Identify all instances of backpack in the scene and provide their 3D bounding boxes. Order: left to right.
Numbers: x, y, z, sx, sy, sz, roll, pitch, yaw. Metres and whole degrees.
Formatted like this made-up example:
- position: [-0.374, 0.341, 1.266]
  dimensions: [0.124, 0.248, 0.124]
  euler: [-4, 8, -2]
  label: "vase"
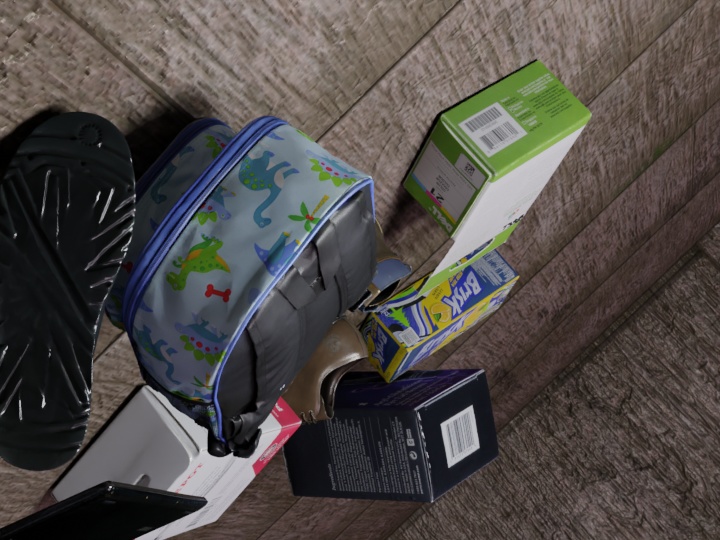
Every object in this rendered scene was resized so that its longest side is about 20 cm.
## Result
- position: [-0.081, -0.004, 0.934]
  dimensions: [0.184, 0.146, 0.200]
  euler: [-52, 171, -18]
  label: "backpack"

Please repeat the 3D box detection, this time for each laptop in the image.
- position: [-0.224, 0.125, 0.890]
  dimensions: [0.198, 0.117, 0.187]
  euler: [-24, 166, 5]
  label: "laptop"

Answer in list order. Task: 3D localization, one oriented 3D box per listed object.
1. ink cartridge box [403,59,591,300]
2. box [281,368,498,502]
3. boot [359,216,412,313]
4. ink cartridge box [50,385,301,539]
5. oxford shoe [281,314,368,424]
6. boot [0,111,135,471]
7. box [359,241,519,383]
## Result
- position: [0.108, -0.080, 1.366]
  dimensions: [0.147, 0.076, 0.201]
  euler: [-32, 162, -37]
  label: "ink cartridge box"
- position: [0.030, 0.180, 1.620]
  dimensions: [0.198, 0.106, 0.147]
  euler: [-4, -169, 36]
  label: "box"
- position: [0.000, 0.000, 1.263]
  dimensions: [0.075, 0.097, 0.200]
  euler: [-45, 164, 10]
  label: "boot"
- position: [-0.163, 0.170, 1.329]
  dimensions: [0.145, 0.084, 0.199]
  euler: [-48, 163, 17]
  label: "ink cartridge box"
- position: [-0.073, 0.128, 1.447]
  dimensions: [0.200, 0.085, 0.073]
  euler: [-44, 166, 10]
  label: "oxford shoe"
- position: [-0.187, 0.013, 0.864]
  dimensions: [0.075, 0.203, 0.168]
  euler: [7, 178, -17]
  label: "boot"
- position: [0.087, 0.044, 1.660]
  dimensions: [0.199, 0.064, 0.070]
  euler: [-30, 160, -37]
  label: "box"
